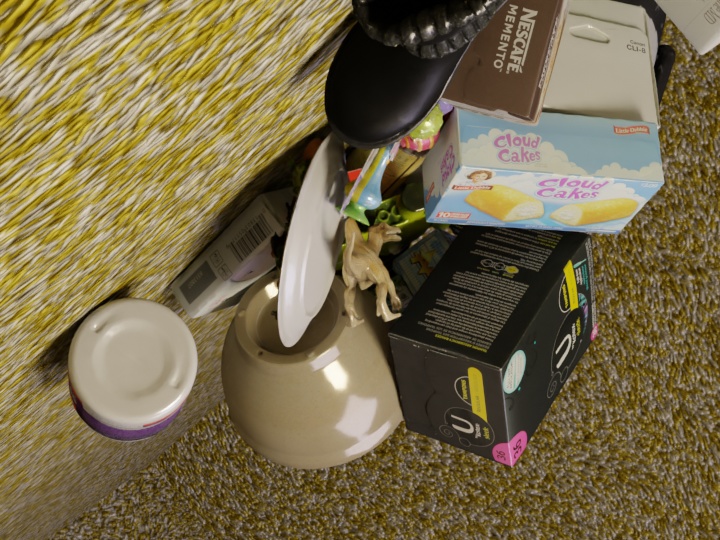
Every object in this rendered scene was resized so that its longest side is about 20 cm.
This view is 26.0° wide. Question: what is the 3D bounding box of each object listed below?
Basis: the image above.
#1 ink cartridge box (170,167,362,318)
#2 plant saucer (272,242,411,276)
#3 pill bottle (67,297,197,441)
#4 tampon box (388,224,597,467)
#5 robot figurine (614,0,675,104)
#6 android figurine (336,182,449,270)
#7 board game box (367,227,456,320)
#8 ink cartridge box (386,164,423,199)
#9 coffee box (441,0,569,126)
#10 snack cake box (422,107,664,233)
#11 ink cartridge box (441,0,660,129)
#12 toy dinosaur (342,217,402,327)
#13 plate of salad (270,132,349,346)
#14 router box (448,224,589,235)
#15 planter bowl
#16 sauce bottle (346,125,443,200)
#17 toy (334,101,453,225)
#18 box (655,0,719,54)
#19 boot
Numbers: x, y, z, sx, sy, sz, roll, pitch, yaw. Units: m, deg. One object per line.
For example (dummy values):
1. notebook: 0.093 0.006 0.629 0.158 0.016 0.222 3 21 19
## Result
1. ink cartridge box: -0.074 -0.030 1.573 0.200 0.057 0.163 -13 156 -51
2. plant saucer: -0.032 -0.011 1.817 0.200 0.032 0.200 -13 -158 5
3. pill bottle: -0.210 0.097 1.424 0.111 0.111 0.200 -39 176 -16
4. tampon box: 0.137 0.063 1.561 0.200 0.126 0.150 -53 147 -34
5. robot figurine: 0.269 -0.246 1.732 0.125 0.150 0.200 38 67 -74
6. android figurine: 0.017 -0.040 1.652 0.182 0.041 0.200 -21 170 -13
7. board game box: 0.053 0.023 1.729 0.200 0.062 0.200 -31 170 -5
8. ink cartridge box: 0.069 -0.133 1.756 0.146 0.084 0.200 -36 175 -45
9. coffee box: 0.120 -0.184 1.297 0.200 0.080 0.115 -25 130 -80
10. snack cake box: 0.169 -0.093 1.467 0.200 0.067 0.115 3 157 -13
11. ink cartridge box: 0.184 -0.167 1.564 0.145 0.145 0.200 7 152 -20
12. toy dinosaur: 0.000 0.000 1.469 0.058 0.101 0.200 -14 -176 13
13. plate of salad: -0.052 -0.030 1.424 0.200 0.048 0.200 13 90 -80
14. router box: 0.191 -0.086 1.751 0.150 0.062 0.200 -42 -151 -11
15. planter bowl: -0.053 0.078 1.566 0.200 0.200 0.135 -39 145 -16
16. sauce bottle: 0.013 -0.106 1.667 0.065 0.065 0.200 -37 176 -44
17. toy: 0.047 -0.127 1.404 0.200 0.047 0.115 -57 178 0
18. box: 0.363 -0.345 1.463 0.200 0.171 0.199 -40 177 -8
19. boot: 0.030 -0.154 1.014 0.211 0.079 0.158 -53 179 24
